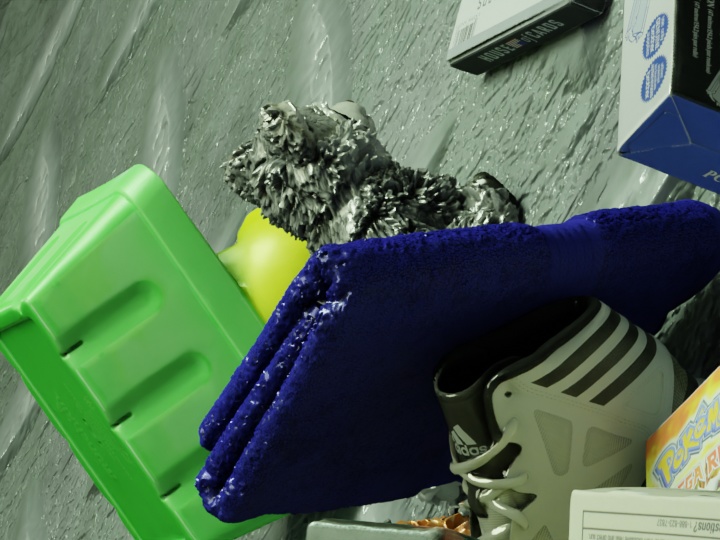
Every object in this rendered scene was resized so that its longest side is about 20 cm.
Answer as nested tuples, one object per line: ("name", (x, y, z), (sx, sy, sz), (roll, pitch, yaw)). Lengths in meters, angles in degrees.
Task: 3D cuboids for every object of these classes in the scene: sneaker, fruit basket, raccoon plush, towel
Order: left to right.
("fruit basket", (-0.063, 0.028, 1.518), (0.155, 0.215, 0.216), (-20, 52, 66))
("raccoon plush", (0.000, 0.000, 1.380), (0.097, 0.134, 0.200), (-56, 22, 35))
("towel", (0.037, 0.029, 1.142), (0.050, 0.200, 0.148), (55, 135, 30))
("sneaker", (0.047, 0.097, 1.088), (0.076, 0.115, 0.201), (7, 61, 58))

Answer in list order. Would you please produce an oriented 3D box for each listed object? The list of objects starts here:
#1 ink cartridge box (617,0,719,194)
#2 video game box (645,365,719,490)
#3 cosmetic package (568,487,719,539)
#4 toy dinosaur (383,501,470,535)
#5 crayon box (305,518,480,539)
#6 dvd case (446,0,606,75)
("ink cartridge box", (0.152, -0.118, 1.125), (0.044, 0.094, 0.200), (-49, 27, 48))
("video game box", (0.162, 0.083, 0.960), (0.200, 0.047, 0.183), (-52, 24, 44))
("cosmetic package", (0.113, 0.167, 0.869), (0.103, 0.073, 0.201), (-2, 85, 61))
("toy dinosaur", (-0.019, 0.154, 1.241), (0.136, 0.199, 0.102), (103, 157, -72))
("crayon box", (0.049, 0.158, 0.924), (0.051, 0.200, 0.127), (1, 77, 33))
("dvd case", (0.105, -0.208, 1.476), (0.150, 0.025, 0.201), (-21, 52, 67))
